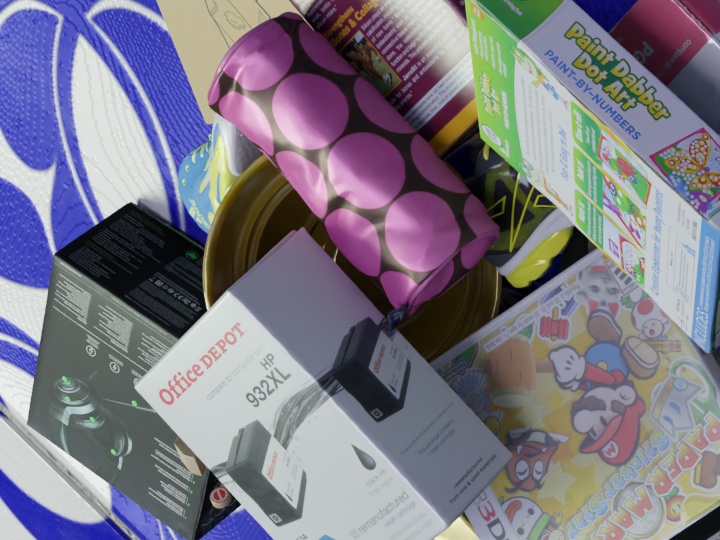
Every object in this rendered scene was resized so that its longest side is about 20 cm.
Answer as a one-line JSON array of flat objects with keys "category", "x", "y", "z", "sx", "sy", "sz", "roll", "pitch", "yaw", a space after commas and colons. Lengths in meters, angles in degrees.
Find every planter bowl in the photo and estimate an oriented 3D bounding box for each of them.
[{"category": "planter bowl", "x": 0.000, "y": 0.000, "z": 1.734, "sx": 0.200, "sy": 0.083, "sz": 0.200, "roll": 1, "pitch": 98, "yaw": 9}]

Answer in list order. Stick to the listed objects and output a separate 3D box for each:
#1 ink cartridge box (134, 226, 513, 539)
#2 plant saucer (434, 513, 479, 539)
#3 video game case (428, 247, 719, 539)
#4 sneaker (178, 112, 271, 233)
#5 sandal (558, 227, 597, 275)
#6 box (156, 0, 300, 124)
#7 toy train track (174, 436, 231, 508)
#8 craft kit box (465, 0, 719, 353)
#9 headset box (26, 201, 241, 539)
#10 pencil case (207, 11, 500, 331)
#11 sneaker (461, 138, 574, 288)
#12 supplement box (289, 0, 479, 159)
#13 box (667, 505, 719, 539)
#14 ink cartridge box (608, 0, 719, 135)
[{"category": "ink cartridge box", "x": -0.026, "y": 0.095, "z": 1.634, "sx": 0.200, "sy": 0.084, "sz": 0.145, "roll": 47, "pitch": 139, "yaw": 0}, {"category": "plant saucer", "x": 0.002, "y": 0.126, "z": 1.815, "sx": 0.200, "sy": 0.048, "sz": 0.200, "roll": 17, "pitch": 161, "yaw": 32}, {"category": "video game case", "x": 0.140, "y": 0.101, "z": 1.622, "sx": 0.200, "sy": 0.023, "sz": 0.182, "roll": -36, "pitch": 75, "yaw": 28}, {"category": "sneaker", "x": -0.094, "y": -0.070, "z": 1.783, "sx": 0.105, "sy": 0.076, "sz": 0.200, "roll": 34, "pitch": 149, "yaw": 30}, {"category": "sandal", "x": 0.185, "y": 0.049, "z": 1.641, "sx": 0.080, "sy": 0.057, "sz": 0.201, "roll": -20, "pitch": 87, "yaw": 30}, {"category": "box", "x": -0.086, "y": -0.198, "z": 1.744, "sx": 0.163, "sy": 0.021, "sz": 0.200, "roll": -3, "pitch": 115, "yaw": 48}, {"category": "toy train track", "x": -0.047, "y": 0.159, "z": 1.815, "sx": 0.200, "sy": 0.033, "sz": 0.115, "roll": 14, "pitch": 146, "yaw": 25}, {"category": "craft kit box", "x": 0.142, "y": -0.062, "z": 1.442, "sx": 0.198, "sy": 0.049, "sz": 0.200, "roll": 42, "pitch": 169, "yaw": 17}, {"category": "headset box", "x": -0.151, "y": 0.083, "z": 1.938, "sx": 0.174, "sy": 0.093, "sz": 0.200, "roll": 33, "pitch": 134, "yaw": 20}, {"category": "pencil case", "x": -0.010, "y": -0.064, "z": 1.608, "sx": 0.200, "sy": 0.091, "sz": 0.094, "roll": 50, "pitch": 152, "yaw": 7}, {"category": "sneaker", "x": 0.114, "y": -0.069, "z": 1.599, "sx": 0.085, "sy": 0.074, "sz": 0.200, "roll": 29, "pitch": 130, "yaw": -4}, {"category": "supplement box", "x": 0.030, "y": -0.183, "z": 1.613, "sx": 0.200, "sy": 0.086, "sz": 0.110, "roll": 50, "pitch": 138, "yaw": 3}, {"category": "box", "x": 0.238, "y": 0.253, "z": 1.535, "sx": 0.200, "sy": 0.148, "sz": 0.104, "roll": 59, "pitch": 174, "yaw": -28}, {"category": "ink cartridge box", "x": 0.249, "y": -0.096, "z": 1.433, "sx": 0.200, "sy": 0.147, "sz": 0.083, "roll": 48, "pitch": 137, "yaw": 7}]
